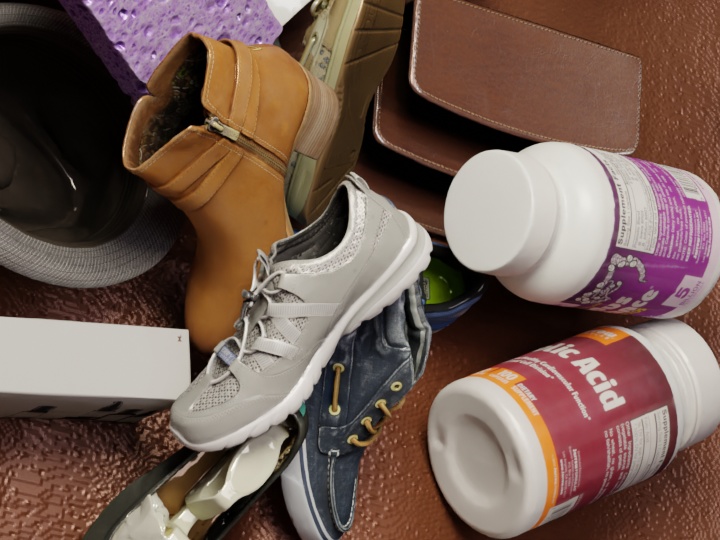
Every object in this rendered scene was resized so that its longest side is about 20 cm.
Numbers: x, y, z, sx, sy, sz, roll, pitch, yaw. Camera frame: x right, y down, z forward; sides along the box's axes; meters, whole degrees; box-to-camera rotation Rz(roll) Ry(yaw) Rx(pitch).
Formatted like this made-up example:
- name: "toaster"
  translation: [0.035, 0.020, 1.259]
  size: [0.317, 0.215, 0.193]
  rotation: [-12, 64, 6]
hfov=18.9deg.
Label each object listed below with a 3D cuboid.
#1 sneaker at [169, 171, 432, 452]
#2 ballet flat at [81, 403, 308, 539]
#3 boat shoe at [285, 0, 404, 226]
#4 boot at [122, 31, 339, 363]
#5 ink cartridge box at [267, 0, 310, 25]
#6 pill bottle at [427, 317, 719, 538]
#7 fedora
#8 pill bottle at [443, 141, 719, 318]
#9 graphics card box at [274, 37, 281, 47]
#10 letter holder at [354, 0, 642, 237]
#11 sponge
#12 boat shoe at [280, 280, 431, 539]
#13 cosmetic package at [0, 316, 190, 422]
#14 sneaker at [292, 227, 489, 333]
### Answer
- name: "sneaker"
  translation: [-0.051, 0.023, 1.320]
  size: [0.200, 0.075, 0.082]
  rotation: [-47, 123, -10]
- name: "ballet flat"
  translation: [-0.108, 0.146, 1.332]
  size: [0.068, 0.068, 0.200]
  rotation: [45, 79, -13]
- name: "boat shoe"
  translation: [-0.025, -0.131, 1.456]
  size: [0.073, 0.062, 0.201]
  rotation: [-3, 114, -63]
- name: "boot"
  translation: [-0.090, -0.043, 1.318]
  size: [0.155, 0.077, 0.201]
  rotation: [15, 102, -61]
- name: "ink cartridge box"
  translation: [-0.103, -0.223, 1.438]
  size: [0.162, 0.050, 0.200]
  rotation: [48, 50, -13]
- name: "pill bottle"
  translation: [0.155, 0.105, 1.526]
  size: [0.199, 0.114, 0.115]
  rotation: [-18, 86, -35]
- name: "fedora"
  translation: [-0.211, -0.072, 1.358]
  size: [0.199, 0.090, 0.178]
  rotation: [20, 67, -34]
- name: "pill bottle"
  translation: [0.155, -0.029, 1.503]
  size: [0.199, 0.112, 0.113]
  rotation: [8, 71, -43]
- name: "graphics card box"
  translation: [-0.138, -0.219, 1.476]
  size: [0.125, 0.051, 0.201]
  rotation: [-10, 82, -35]
- name: "letter holder"
  translation: [0.093, -0.100, 1.560]
  size: [0.199, 0.100, 0.143]
  rotation: [14, 70, -29]
- name: "sponge"
  translation: [-0.118, -0.166, 1.305]
  size: [0.112, 0.030, 0.200]
  rotation: [-58, 147, -19]
- name: "boat shoe"
  translation: [-0.002, 0.087, 1.404]
  size: [0.071, 0.090, 0.201]
  rotation: [-42, 131, -66]
- name: "cosmetic package"
  translation: [-0.210, 0.061, 1.324]
  size: [0.199, 0.082, 0.051]
  rotation: [5, 72, -31]
- name: "sneaker"
  translation: [0.000, 0.000, 1.474]
  size: [0.199, 0.089, 0.079]
  rotation: [1, 75, -30]
